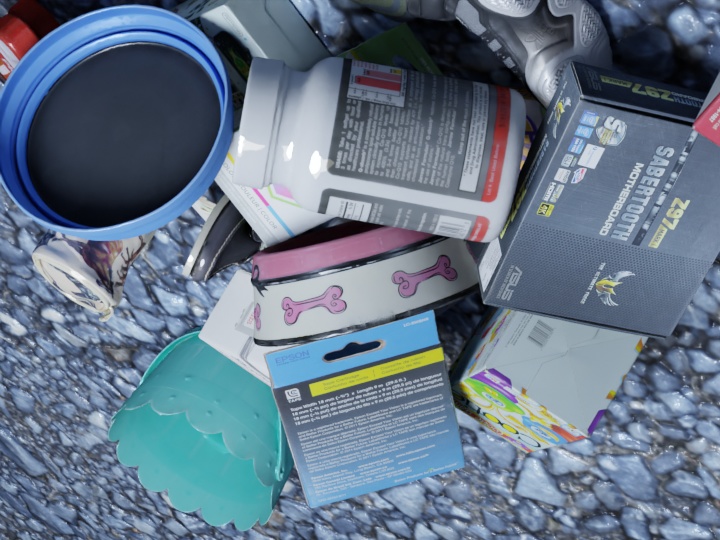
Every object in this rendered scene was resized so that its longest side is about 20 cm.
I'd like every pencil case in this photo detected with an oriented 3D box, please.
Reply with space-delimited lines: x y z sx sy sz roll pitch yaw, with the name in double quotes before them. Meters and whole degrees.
"pencil case" -0.193 -0.057 1.307 0.089 0.200 0.078 31 155 -5

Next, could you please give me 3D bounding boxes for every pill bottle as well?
"pill bottle" 0.012 -0.092 1.150 0.200 0.116 0.116 10 143 -3

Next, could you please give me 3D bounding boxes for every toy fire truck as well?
"toy fire truck" -0.274 -0.146 1.400 0.200 0.112 0.168 55 165 -29

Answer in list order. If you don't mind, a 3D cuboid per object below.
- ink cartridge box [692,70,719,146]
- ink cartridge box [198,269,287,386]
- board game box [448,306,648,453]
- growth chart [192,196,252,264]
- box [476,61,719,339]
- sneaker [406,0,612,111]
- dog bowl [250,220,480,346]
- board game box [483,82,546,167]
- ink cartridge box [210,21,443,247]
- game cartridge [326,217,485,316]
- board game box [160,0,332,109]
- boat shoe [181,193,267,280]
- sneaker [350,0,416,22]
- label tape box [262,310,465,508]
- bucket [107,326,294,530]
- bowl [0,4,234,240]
"ink cartridge box" 0.348 -0.103 1.045 0.200 0.083 0.146 33 144 -1
"ink cartridge box" -0.036 0.085 1.487 0.146 0.083 0.200 38 168 -37
"board game box" 0.150 0.081 1.343 0.103 0.105 0.200 33 167 -2
"growth chart" -0.079 -0.013 1.477 0.200 0.018 0.145 30 165 27
"box" 0.193 -0.046 1.164 0.158 0.051 0.200 11 129 -15
"sneaker" 0.105 -0.184 1.152 0.114 0.076 0.200 18 155 43
"dog bowl" 0.000 0.000 1.296 0.200 0.200 0.074 -10 97 44
"board game box" 0.099 -0.103 1.265 0.200 0.030 0.096 11 120 25
"ink cartridge box" -0.022 -0.105 1.256 0.200 0.059 0.104 -23 117 32
"game cartridge" 0.040 -0.018 1.424 0.133 0.041 0.200 38 144 -13
"board game box" -0.119 -0.160 1.355 0.200 0.064 0.148 -14 123 46
"boat shoe" -0.086 -0.042 1.356 0.063 0.200 0.073 33 125 5
"sneaker" -0.044 -0.233 1.194 0.200 0.081 0.074 26 144 10
"label tape box" 0.002 0.100 1.326 0.144 0.063 0.200 -15 132 -2
"bucket" -0.154 0.166 1.705 0.207 0.135 0.207 20 143 16
"bowl" -0.194 -0.115 1.254 0.200 0.201 0.039 17 164 21
